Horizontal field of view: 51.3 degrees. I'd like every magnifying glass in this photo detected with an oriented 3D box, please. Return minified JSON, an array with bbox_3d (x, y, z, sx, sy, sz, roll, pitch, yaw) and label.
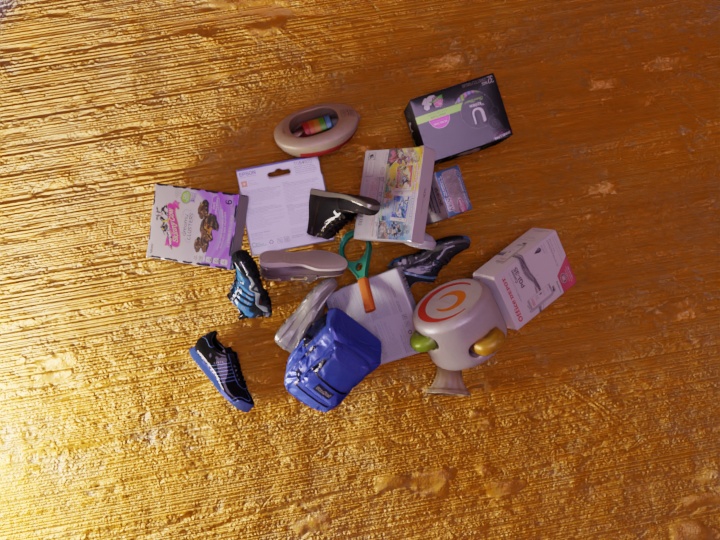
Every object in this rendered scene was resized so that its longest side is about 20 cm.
[{"bbox_3d":[0.000,0.000,1.693,0.079,0.022,0.201,-24,66,22],"label":"magnifying glass"}]

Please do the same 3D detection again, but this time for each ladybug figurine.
[{"bbox_3d":[-0.094,-0.310,1.689,0.199,0.072,0.136,-15,53,-2],"label":"ladybug figurine"}]

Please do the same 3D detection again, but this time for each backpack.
[{"bbox_3d":[-0.075,0.211,1.651,0.162,0.168,0.200,41,113,-11],"label":"backpack"}]

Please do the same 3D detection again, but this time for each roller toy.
[{"bbox_3d":[0.219,0.119,1.620,0.199,0.183,0.140,-16,117,27],"label":"roller toy"}]

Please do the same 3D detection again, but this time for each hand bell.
[{"bbox_3d":[0.206,0.186,1.733,0.103,0.104,0.202,3,78,-3],"label":"hand bell"}]

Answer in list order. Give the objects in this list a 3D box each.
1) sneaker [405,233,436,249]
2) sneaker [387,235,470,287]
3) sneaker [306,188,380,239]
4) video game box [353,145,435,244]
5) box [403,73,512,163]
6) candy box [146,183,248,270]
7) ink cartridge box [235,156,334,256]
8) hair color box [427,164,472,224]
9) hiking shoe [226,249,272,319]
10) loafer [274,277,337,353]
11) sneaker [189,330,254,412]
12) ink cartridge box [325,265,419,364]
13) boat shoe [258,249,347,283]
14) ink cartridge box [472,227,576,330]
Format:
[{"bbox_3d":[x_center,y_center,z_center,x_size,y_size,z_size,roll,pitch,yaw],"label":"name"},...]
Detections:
[{"bbox_3d":[0.096,-0.129,1.682,0.199,0.075,0.116,29,101,22],"label":"sneaker"},{"bbox_3d":[0.166,-0.019,1.726,0.199,0.073,0.082,-24,97,8],"label":"sneaker"},{"bbox_3d":[-0.037,-0.114,1.633,0.074,0.199,0.107,2,100,-44],"label":"sneaker"},{"bbox_3d":[0.071,-0.161,1.606,0.047,0.182,0.202,9,88,-40],"label":"video game box"},{"bbox_3d":[0.216,-0.333,1.690,0.199,0.124,0.150,-19,91,-3],"label":"box"},{"bbox_3d":[-0.364,-0.098,1.677,0.198,0.072,0.169,8,94,8],"label":"candy box"},{"bbox_3d":[-0.171,-0.148,1.718,0.198,0.041,0.202,-10,91,-2],"label":"ink cartridge box"},{"bbox_3d":[0.172,-0.161,1.651,0.060,0.200,0.101,-20,93,-12],"label":"hair color box"},{"bbox_3d":[-0.257,0.041,1.657,0.086,0.075,0.201,-16,133,0],"label":"hiking shoe"},{"bbox_3d":[-0.114,0.102,1.716,0.070,0.070,0.200,39,97,-8],"label":"loafer"},{"bbox_3d":[-0.299,0.229,1.706,0.078,0.070,0.200,-41,92,6],"label":"sneaker"},{"bbox_3d":[0.038,0.114,1.719,0.199,0.043,0.198,-20,92,25],"label":"ink cartridge box"},{"bbox_3d":[-0.129,-0.004,1.692,0.198,0.072,0.060,2,124,-2],"label":"boat shoe"},{"bbox_3d":[0.368,0.019,1.681,0.200,0.083,0.147,-35,111,-20],"label":"ink cartridge box"}]
